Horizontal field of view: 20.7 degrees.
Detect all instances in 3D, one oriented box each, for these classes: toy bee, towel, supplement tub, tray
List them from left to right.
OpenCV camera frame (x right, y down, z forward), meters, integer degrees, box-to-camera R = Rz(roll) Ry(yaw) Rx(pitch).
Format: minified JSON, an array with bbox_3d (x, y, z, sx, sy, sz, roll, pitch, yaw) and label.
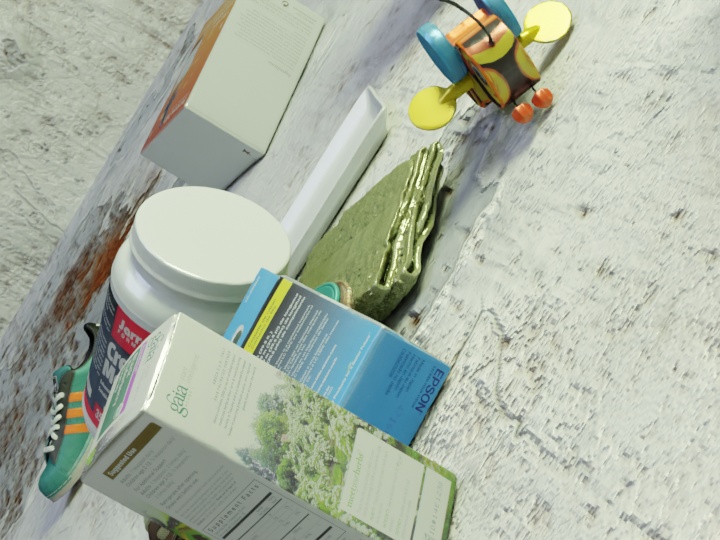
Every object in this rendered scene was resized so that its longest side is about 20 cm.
[{"bbox_3d":[-0.136,0.050,1.555,0.141,0.139,0.201,-81,7,-55],"label":"supplement tub"},{"bbox_3d":[-0.031,-0.069,1.774,0.201,0.022,0.107,-57,14,9],"label":"tray"},{"bbox_3d":[0.000,0.000,1.509,0.200,0.036,0.149,-41,24,49],"label":"towel"},{"bbox_3d":[0.087,-0.143,1.396,0.131,0.109,0.200,-39,-10,19],"label":"toy bee"}]

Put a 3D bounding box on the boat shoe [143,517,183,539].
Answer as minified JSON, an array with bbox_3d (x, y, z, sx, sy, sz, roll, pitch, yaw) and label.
[{"bbox_3d":[-0.085,0.163,1.439,0.202,0.074,0.075,-46,43,39],"label":"boat shoe"}]

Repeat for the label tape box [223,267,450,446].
[{"bbox_3d":[-0.040,0.090,1.325,0.144,0.066,0.200,-62,27,-2],"label":"label tape box"}]

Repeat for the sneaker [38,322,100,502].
[{"bbox_3d":[-0.312,0.151,2.157,0.201,0.080,0.071,-64,16,-17],"label":"sneaker"}]

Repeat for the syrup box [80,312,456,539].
[{"bbox_3d":[-0.050,0.117,1.119,0.081,0.199,0.079,-46,20,40],"label":"syrup box"}]

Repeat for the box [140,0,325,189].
[{"bbox_3d":[-0.147,-0.211,2.264,0.152,0.106,0.201,-35,28,57],"label":"box"}]

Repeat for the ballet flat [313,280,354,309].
[{"bbox_3d":[-0.049,0.079,1.456,0.200,0.065,0.071,-42,28,38],"label":"ballet flat"}]
